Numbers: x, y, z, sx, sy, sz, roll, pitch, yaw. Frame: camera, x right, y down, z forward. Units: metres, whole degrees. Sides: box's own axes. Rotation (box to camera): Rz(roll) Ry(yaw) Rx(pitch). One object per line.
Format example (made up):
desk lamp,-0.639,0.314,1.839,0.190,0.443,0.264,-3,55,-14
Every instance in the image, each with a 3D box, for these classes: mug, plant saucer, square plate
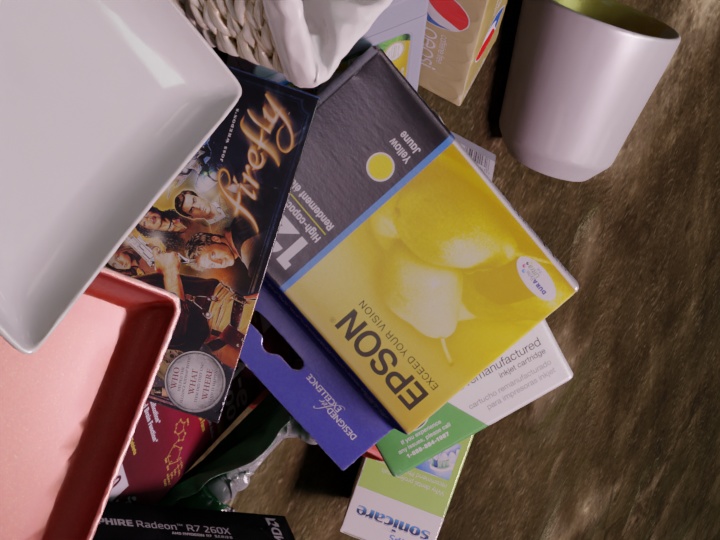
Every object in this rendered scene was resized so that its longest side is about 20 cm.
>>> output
mug,0.210,-0.171,1.272,0.185,0.149,0.155,-10,125,-50
plant saucer,-0.218,0.074,0.727,0.198,0.037,0.202,23,89,-35
square plate,-0.178,-0.096,0.689,0.200,0.028,0.199,50,60,-26

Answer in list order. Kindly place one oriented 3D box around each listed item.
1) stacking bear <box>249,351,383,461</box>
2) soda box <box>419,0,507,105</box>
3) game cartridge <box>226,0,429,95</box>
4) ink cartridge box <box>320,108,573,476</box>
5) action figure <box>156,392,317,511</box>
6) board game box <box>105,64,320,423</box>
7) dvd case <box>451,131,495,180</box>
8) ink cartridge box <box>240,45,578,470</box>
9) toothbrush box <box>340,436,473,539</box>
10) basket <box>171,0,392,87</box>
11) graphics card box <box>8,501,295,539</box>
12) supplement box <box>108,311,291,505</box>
stacking bear,0.007,0.039,1.091,0.121,0.112,0.202,41,68,-61
soda box,0.065,-0.193,0.954,0.065,0.067,0.200,-61,174,-15
game cartridge,-0.024,-0.123,0.894,0.132,0.041,0.201,-20,157,-11
ink cartridge box,0.034,0.012,0.928,0.202,0.145,0.083,60,2,-10
action figure,-0.116,0.163,0.954,0.199,0.055,0.118,-39,-179,4
board game box,-0.117,-0.027,0.807,0.035,0.134,0.203,-115,-137,-83
dvd case,0.029,-0.024,1.038,0.149,0.025,0.203,24,67,-31
ink cartridge box,0.000,0.000,0.859,0.200,0.198,0.047,-42,-170,5
toothbrush box,0.056,0.135,1.199,0.146,0.085,0.203,-34,142,-86
basket,-0.052,-0.249,0.741,0.201,0.159,0.199,-53,148,-28
graphics card box,-0.147,0.211,0.868,0.198,0.051,0.127,10,116,-28
supplement box,-0.132,0.075,0.916,0.200,0.060,0.110,-47,144,-37
